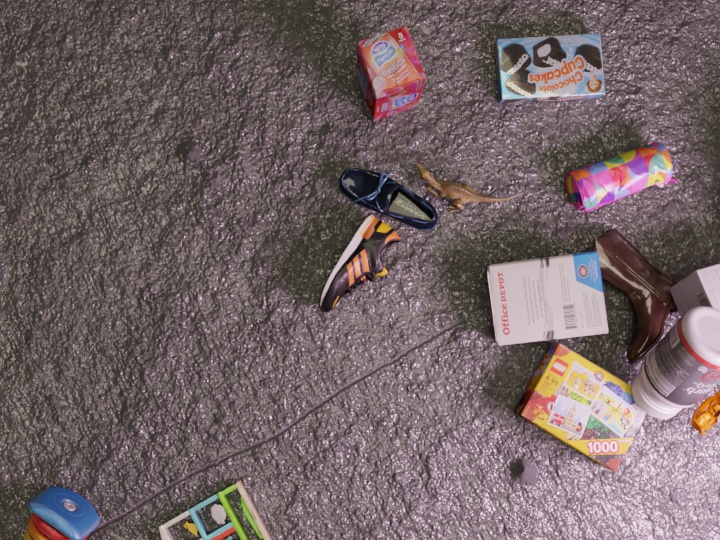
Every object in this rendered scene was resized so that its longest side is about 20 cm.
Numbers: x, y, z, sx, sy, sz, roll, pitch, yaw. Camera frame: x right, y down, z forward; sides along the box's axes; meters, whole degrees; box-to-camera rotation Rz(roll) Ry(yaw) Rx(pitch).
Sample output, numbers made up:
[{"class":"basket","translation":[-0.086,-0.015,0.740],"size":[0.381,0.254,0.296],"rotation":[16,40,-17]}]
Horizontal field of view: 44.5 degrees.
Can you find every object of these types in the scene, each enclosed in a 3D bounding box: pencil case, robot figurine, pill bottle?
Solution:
[{"class":"pencil case","translation":[0.483,-0.173,1.634],"size":[0.198,0.088,0.089],"rotation":[-17,87,-1]},{"class":"robot figurine","translation":[0.657,0.196,1.599],"size":[0.200,0.058,0.145],"rotation":[-42,55,-1]},{"class":"pill bottle","translation":[0.553,0.162,1.501],"size":[0.114,0.201,0.117],"rotation":[10,50,-11]}]

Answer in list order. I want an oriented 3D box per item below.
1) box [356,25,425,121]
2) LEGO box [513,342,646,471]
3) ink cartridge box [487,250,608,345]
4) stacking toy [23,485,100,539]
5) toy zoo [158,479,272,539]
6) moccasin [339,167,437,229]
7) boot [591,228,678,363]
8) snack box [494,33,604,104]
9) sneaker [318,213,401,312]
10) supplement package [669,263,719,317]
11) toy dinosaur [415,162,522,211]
[{"class":"box","translation":[0.051,-0.347,1.571],"size":[0.094,0.200,0.101],"rotation":[-20,87,-1]},{"class":"LEGO box","translation":[0.404,0.247,1.606],"size":[0.199,0.077,0.150],"rotation":[30,86,0]},{"class":"ink cartridge box","translation":[0.337,0.052,1.593],"size":[0.197,0.084,0.148],"rotation":[-7,86,12]},{"class":"stacking toy","translation":[-0.562,0.495,1.557],"size":[0.115,0.110,0.201],"rotation":[33,97,2]},{"class":"toy zoo","translation":[-0.275,0.488,1.597],"size":[0.199,0.020,0.132],"rotation":[-30,88,-3]},{"class":"moccasin","translation":[0.056,-0.141,1.624],"size":[0.198,0.068,0.081],"rotation":[20,86,0]},{"class":"boot","translation":[0.481,0.043,1.627],"size":[0.199,0.064,0.187],"rotation":[39,73,-2]},{"class":"snack box","translation":[0.357,-0.381,1.665],"size":[0.197,0.037,0.118],"rotation":[-4,87,-2]},{"class":"sneaker","translation":[0.000,0.000,1.612],"size":[0.089,0.070,0.201],"rotation":[30,84,4]},{"class":"supplement package","translation":[0.680,0.041,1.571],"size":[0.198,0.110,0.115],"rotation":[-15,74,-12]},{"class":"toy dinosaur","translation":[0.187,-0.139,1.611],"size":[0.198,0.101,0.059],"rotation":[17,86,0]}]
